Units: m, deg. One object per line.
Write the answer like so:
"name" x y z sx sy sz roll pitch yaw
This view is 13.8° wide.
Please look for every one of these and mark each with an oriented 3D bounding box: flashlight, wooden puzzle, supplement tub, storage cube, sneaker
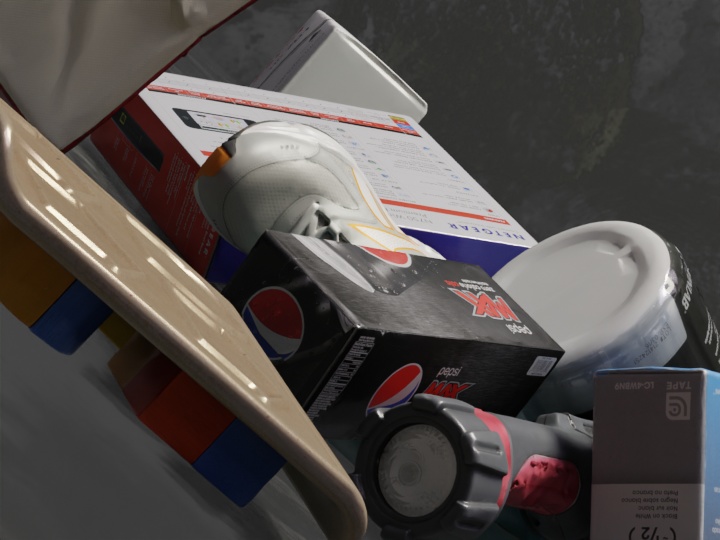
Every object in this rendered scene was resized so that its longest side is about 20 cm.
"flashlight" 0.067 0.098 1.340 0.068 0.068 0.200 42 11 28
"wooden puzzle" -0.090 0.006 1.054 0.200 0.046 0.185 48 2 -25
"supplement tub" 0.142 0.085 1.517 0.201 0.122 0.123 61 -6 -29
"storage cube" -0.130 -0.172 1.307 0.201 0.171 0.180 55 -6 -13
"sneaker" 0.000 0.000 1.493 0.200 0.076 0.092 37 11 -38

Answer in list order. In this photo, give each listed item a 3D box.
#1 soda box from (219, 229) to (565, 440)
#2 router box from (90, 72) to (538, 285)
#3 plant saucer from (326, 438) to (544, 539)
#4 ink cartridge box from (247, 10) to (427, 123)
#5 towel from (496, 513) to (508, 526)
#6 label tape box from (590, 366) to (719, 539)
"soda box" 0.011 0.034 1.351 0.071 0.063 0.200 45 17 25
"router box" -0.026 -0.042 1.632 0.199 0.049 0.180 9 23 -29
"plant saucer" 0.014 0.080 1.462 0.200 0.027 0.200 42 5 -5
"ink cartridge box" -0.039 -0.087 1.950 0.086 0.147 0.200 41 3 -10
"towel" 0.125 0.175 1.605 0.144 0.023 0.200 44 8 9
"label tape box" 0.164 0.152 1.385 0.066 0.202 0.143 -1 -8 34
